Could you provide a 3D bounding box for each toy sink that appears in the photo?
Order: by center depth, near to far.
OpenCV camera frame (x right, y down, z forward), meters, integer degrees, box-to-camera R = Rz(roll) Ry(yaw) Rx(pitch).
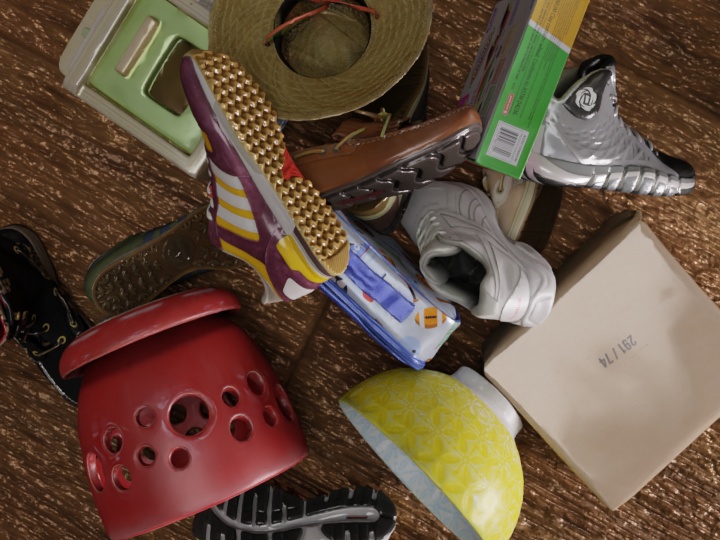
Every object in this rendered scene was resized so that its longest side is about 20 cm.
[{"bbox_3d":[-0.185,-0.190,0.936,0.199,0.112,0.131,35,95,4],"label":"toy sink"}]

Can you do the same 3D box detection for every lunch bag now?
[{"bbox_3d":[0.000,0.000,0.937,0.200,0.160,0.076,41,97,-1],"label":"lunch bag"}]

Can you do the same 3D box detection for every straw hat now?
[{"bbox_3d":[-0.027,-0.190,0.859,0.198,0.085,0.204,-4,66,9],"label":"straw hat"}]

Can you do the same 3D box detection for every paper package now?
[{"bbox_3d":[0.238,0.080,0.954,0.200,0.103,0.191,-43,91,6],"label":"paper package"}]

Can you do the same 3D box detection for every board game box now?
[{"bbox_3d":[0.127,-0.163,0.889,0.040,0.200,0.155,20,98,-6],"label":"board game box"}]

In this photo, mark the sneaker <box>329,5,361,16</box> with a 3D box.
[{"bbox_3d":[-0.022,-0.274,0.918,0.077,0.099,0.202,-25,84,-11],"label":"sneaker"}]

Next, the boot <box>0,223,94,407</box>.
[{"bbox_3d":[-0.317,0.053,0.972,0.072,0.151,0.202,-25,93,7],"label":"boot"}]

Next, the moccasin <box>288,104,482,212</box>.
[{"bbox_3d":[0.001,-0.094,0.826,0.199,0.073,0.079,-19,75,27],"label":"moccasin"}]

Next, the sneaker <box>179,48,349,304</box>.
[{"bbox_3d":[-0.094,-0.066,0.780,0.089,0.075,0.201,-27,98,27],"label":"sneaker"}]

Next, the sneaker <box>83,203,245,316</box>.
[{"bbox_3d":[-0.178,-0.023,0.994,0.199,0.090,0.068,-28,110,-23],"label":"sneaker"}]

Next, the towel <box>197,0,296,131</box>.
[{"bbox_3d":[-0.120,-0.199,0.997,0.146,0.024,0.202,27,95,4],"label":"towel"}]

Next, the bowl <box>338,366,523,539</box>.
[{"bbox_3d":[0.084,0.153,0.942,0.108,0.200,0.200,-44,91,-11],"label":"bowl"}]

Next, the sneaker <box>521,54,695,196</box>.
[{"bbox_3d":[0.230,-0.129,0.912,0.198,0.075,0.117,1,100,-31],"label":"sneaker"}]

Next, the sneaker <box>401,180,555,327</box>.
[{"bbox_3d":[0.083,-0.024,0.920,0.098,0.200,0.079,0,120,-38],"label":"sneaker"}]

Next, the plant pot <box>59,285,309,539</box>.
[{"bbox_3d":[-0.167,0.124,0.950,0.198,0.200,0.185,-23,84,6],"label":"plant pot"}]

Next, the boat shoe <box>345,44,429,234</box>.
[{"bbox_3d":[0.026,-0.127,0.951,0.072,0.065,0.202,4,63,24],"label":"boat shoe"}]

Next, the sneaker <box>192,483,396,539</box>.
[{"bbox_3d":[-0.065,0.261,1.005,0.197,0.091,0.079,3,53,1],"label":"sneaker"}]

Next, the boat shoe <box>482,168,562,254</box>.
[{"bbox_3d":[0.151,-0.085,0.967,0.064,0.072,0.203,21,102,32],"label":"boat shoe"}]
